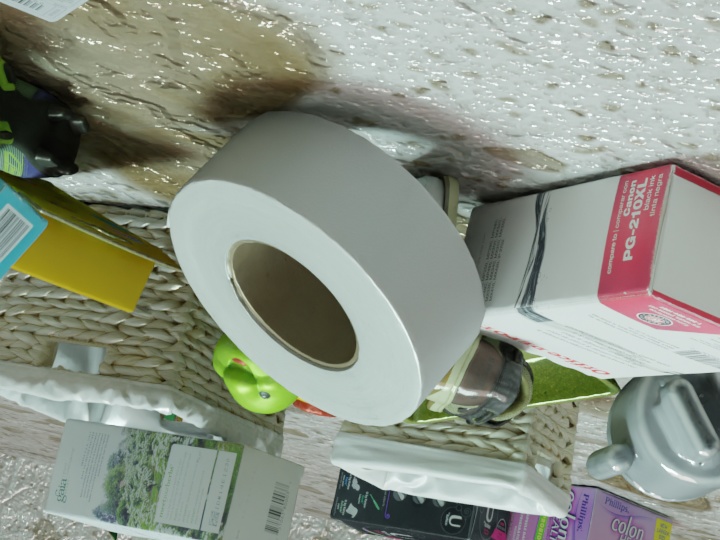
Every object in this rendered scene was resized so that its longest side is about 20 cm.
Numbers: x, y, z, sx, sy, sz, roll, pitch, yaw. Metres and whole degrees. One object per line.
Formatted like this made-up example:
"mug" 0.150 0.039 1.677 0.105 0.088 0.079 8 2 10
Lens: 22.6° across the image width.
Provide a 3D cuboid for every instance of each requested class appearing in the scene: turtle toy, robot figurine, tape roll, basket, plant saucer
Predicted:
"turtle toy" -0.032 0.053 1.289 0.145 0.102 0.200 17 -176 29
"robot figurine" 0.264 0.125 1.455 0.169 0.114 0.200 -20 169 -9
"tape roll" -0.023 0.000 1.119 0.202 0.071 0.203 32 150 21
"basket" 0.094 0.146 1.673 0.199 0.124 0.135 5 164 28
"plant saucer" 0.085 0.066 1.455 0.199 0.048 0.200 -11 156 26
"basket" -0.171 0.053 1.467 0.197 0.162 0.200 6 164 27

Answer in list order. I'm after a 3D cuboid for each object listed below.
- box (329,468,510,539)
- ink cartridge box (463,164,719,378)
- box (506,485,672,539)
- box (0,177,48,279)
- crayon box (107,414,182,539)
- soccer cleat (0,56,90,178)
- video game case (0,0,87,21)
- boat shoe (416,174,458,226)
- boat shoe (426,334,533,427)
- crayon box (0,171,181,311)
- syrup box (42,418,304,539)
"box" 0.080 0.290 2.290 0.199 0.107 0.122 5 165 28
"ink cartridge box" 0.172 0.007 1.131 0.144 0.085 0.200 21 164 -30
"box" 0.271 0.343 2.348 0.199 0.097 0.175 -2 160 44
"box" -0.282 -0.082 1.080 0.200 0.049 0.082 40 174 16
"crayon box" -0.250 0.222 2.122 0.050 0.201 0.127 13 167 0
"soccer cleat" -0.242 -0.106 1.106 0.083 0.065 0.200 10 166 22
"video game case" -0.201 -0.183 0.853 0.199 0.023 0.182 21 164 -26
"boat shoe" 0.014 -0.021 1.185 0.068 0.075 0.200 10 168 -11
"boat shoe" 0.087 0.079 1.259 0.066 0.072 0.201 30 179 9
"crayon box" -0.229 -0.032 1.254 0.127 0.051 0.200 25 -178 -40
"syrup box" -0.150 0.173 1.425 0.199 0.079 0.081 3 164 39
